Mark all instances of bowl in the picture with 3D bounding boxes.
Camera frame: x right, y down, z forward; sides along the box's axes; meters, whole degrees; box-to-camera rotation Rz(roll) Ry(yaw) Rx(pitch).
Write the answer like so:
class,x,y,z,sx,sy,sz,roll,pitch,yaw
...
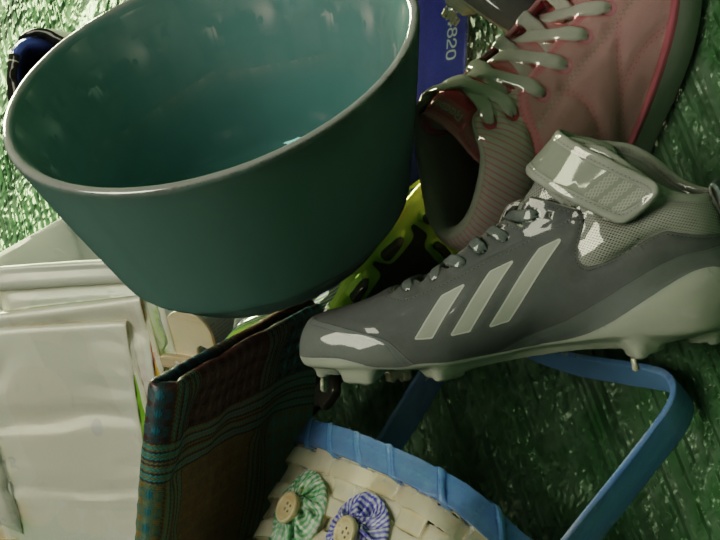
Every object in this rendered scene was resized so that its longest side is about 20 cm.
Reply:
class,x,y,z,sx,sy,sz,roll,pitch,yaw
bowl,-0.056,-0.052,1.173,0.201,0.200,0.105,37,150,53

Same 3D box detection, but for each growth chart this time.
class,x,y,z,sx,sy,sz,roll,pitch,yaw
growth chart,-0.134,0.084,1.271,0.144,0.018,0.201,5,111,18

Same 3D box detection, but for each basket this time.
class,x,y,z,sx,sy,sz,roll,pitch,yaw
basket,0.046,0.116,1.166,0.200,0.139,0.176,-51,30,-19

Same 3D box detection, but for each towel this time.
class,x,y,z,sx,sy,sz,roll,pitch,yaw
towel,-0.065,0.126,1.198,0.022,0.147,0.201,16,112,23

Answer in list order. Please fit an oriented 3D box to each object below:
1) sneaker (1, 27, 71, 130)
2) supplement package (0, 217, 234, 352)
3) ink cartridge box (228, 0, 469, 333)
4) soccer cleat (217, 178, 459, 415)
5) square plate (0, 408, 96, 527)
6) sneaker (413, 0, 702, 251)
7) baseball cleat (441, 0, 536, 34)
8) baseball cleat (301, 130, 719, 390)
class,x,y,z,sx,sy,sz,roll,pitch,yaw
sneaker,-0.159,-0.110,1.506,0.199,0.114,0.081,-165,86,-72
supplement package,-0.161,0.095,1.405,0.121,0.120,0.201,23,119,19
ink cartridge box,-0.018,-0.064,1.377,0.200,0.040,0.201,-11,73,54
soccer cleat,-0.001,0.000,1.276,0.200,0.065,0.084,-43,39,14
square plate,-0.161,0.135,1.332,0.200,0.028,0.199,-34,95,31
sneaker,0.088,-0.094,1.174,0.075,0.104,0.201,27,103,57
baseball cleat,0.061,-0.195,1.272,0.107,0.069,0.200,-56,44,21
baseball cleat,0.067,-0.006,1.122,0.070,0.199,0.107,-39,-58,-78
